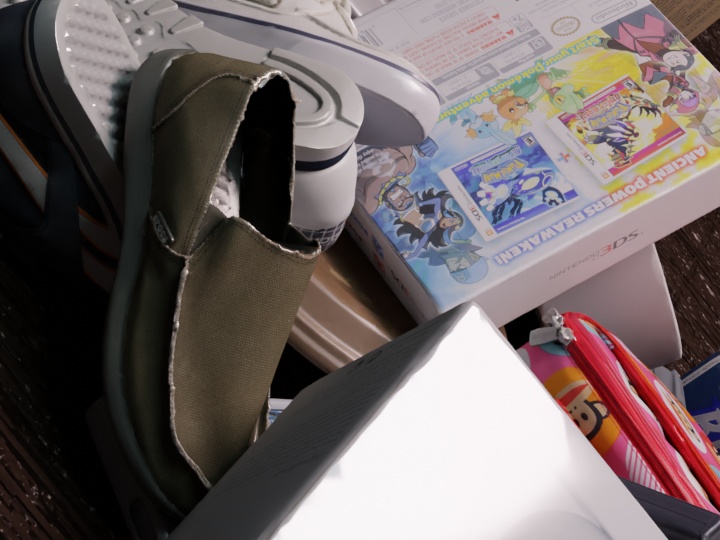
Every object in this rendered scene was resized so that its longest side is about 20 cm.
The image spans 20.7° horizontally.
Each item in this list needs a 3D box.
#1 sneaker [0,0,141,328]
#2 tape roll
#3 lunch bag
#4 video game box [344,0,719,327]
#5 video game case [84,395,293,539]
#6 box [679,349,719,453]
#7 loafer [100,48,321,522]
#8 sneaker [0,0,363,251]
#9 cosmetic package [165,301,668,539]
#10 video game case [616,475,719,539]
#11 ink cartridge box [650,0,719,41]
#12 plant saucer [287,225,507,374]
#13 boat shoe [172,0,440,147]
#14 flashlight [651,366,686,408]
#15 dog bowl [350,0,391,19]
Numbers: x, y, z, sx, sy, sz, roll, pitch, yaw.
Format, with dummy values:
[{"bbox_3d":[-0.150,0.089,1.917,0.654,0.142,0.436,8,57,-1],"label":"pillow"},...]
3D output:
[{"bbox_3d":[-0.115,-0.028,0.860,0.201,0.079,0.079,66,27,-27],"label":"sneaker"},{"bbox_3d":[0.117,-0.033,1.115,0.202,0.070,0.203,-20,90,-86],"label":"tape roll"},{"bbox_3d":[0.133,0.117,0.921,0.200,0.082,0.176,57,10,22],"label":"lunch bag"},{"bbox_3d":[0.076,-0.074,0.990,0.182,0.199,0.047,52,-18,34],"label":"video game box"},{"bbox_3d":[-0.017,0.138,0.862,0.200,0.023,0.182,7,52,-52],"label":"video game case"},{"bbox_3d":[0.238,0.151,1.176,0.064,0.070,0.201,24,39,-41],"label":"box"},{"bbox_3d":[-0.057,0.004,0.800,0.075,0.069,0.201,9,77,-56],"label":"loafer"},{"bbox_3d":[-0.092,-0.073,0.914,0.199,0.081,0.076,27,51,19],"label":"sneaker"},{"bbox_3d":[0.018,0.160,0.716,0.200,0.123,0.200,51,48,-8],"label":"cosmetic package"},{"bbox_3d":[0.114,0.165,0.835,0.019,0.143,0.201,-35,123,-29],"label":"video game case"},{"bbox_3d":[0.179,-0.204,1.362,0.164,0.200,0.075,11,47,-52],"label":"ink cartridge box"},{"bbox_3d":[0.000,0.000,0.993,0.200,0.030,0.200,33,22,-15],"label":"plant saucer"},{"bbox_3d":[-0.038,-0.118,0.960,0.199,0.070,0.071,19,-19,34],"label":"boat shoe"},{"bbox_3d":[0.161,0.131,1.100,0.068,0.068,0.200,38,26,-15],"label":"flashlight"},{"bbox_3d":[0.003,-0.166,1.206,0.200,0.059,0.201,36,33,-27],"label":"dog bowl"}]
